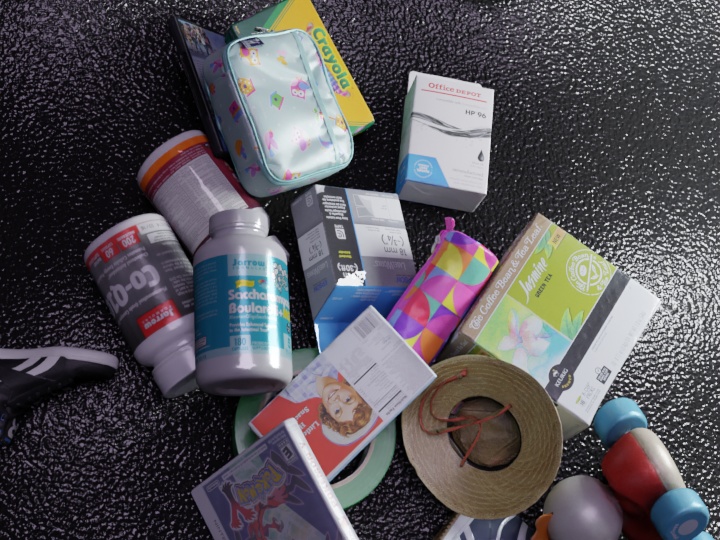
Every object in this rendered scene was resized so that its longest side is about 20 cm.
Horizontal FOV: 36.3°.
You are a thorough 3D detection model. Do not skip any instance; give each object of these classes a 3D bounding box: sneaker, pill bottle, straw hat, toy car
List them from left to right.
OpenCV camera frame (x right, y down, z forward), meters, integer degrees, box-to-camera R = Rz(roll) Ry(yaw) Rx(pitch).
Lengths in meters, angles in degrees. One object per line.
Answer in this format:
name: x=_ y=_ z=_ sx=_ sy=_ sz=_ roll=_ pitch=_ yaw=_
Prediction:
sneaker: x=-0.386 y=0.151 z=1.292 sx=0.198 sy=0.073 sz=0.113 roll=1 pitch=74 yaw=-2
pill bottle: x=-0.241 y=0.043 z=1.329 sx=0.113 sy=0.114 sz=0.201 roll=-27 pitch=77 yaw=-19
pill bottle: x=-0.183 y=-0.068 z=1.383 sx=0.109 sy=0.110 sz=0.201 roll=-35 pitch=81 yaw=-20
pill bottle: x=-0.136 y=0.035 z=1.255 sx=0.110 sy=0.111 sz=0.202 roll=-1 pitch=72 yaw=-11
sneaker: x=0.129 y=0.359 z=1.315 sx=0.108 sy=0.070 sz=0.200 roll=39 pitch=65 yaw=6
straw hat: x=0.155 y=0.196 z=1.340 sx=0.199 sy=0.085 sz=0.203 roll=-1 pitch=86 yaw=18
toy car: x=0.293 y=0.294 z=1.319 sx=0.199 sy=0.178 sz=0.185 roll=-28 pitch=40 yaw=3

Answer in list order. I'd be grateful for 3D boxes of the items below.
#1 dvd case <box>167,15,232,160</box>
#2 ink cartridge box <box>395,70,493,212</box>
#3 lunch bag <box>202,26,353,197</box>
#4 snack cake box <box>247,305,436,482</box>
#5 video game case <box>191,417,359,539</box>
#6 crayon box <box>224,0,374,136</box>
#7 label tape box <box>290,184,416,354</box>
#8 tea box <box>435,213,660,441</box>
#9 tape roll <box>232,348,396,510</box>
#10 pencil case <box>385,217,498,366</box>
dvd case: x=-0.175 y=-0.230 z=1.441 sx=0.017 sy=0.142 sz=0.202 roll=-28 pitch=74 yaw=26
ink cartridge box: x=0.117 y=-0.193 z=1.509 sx=0.115 sy=0.068 sz=0.202 roll=9 pitch=69 yaw=-8
lunch bag: x=-0.099 y=-0.204 z=1.377 sx=0.159 sy=0.077 sz=0.202 roll=-19 pitch=90 yaw=-37
snack cake box: x=-0.020 y=0.152 z=1.281 sx=0.200 sy=0.067 sz=0.115 roll=-43 pitch=84 yaw=-4
video game case: x=-0.095 y=0.289 z=1.237 sx=0.023 sy=0.200 sz=0.183 roll=-15 pitch=70 yaw=-50
crayon box: x=-0.082 y=-0.256 z=1.477 sx=0.118 sy=0.058 sz=0.201 roll=-29 pitch=91 yaw=-20
label tape box: x=0.000 y=0.000 z=1.390 sx=0.143 sy=0.063 sz=0.202 roll=3 pitch=67 yaw=-41
tea box: x=0.236 y=0.077 z=1.402 sx=0.196 sy=0.134 sz=0.201 roll=34 pitch=68 yaw=3
tape roll: x=-0.057 y=0.198 z=1.346 sx=0.198 sy=0.048 sz=0.203 roll=4 pitch=70 yaw=-10
pencil case: x=0.087 y=0.040 z=1.362 sx=0.088 sy=0.088 sz=0.201 roll=32 pitch=87 yaw=1
